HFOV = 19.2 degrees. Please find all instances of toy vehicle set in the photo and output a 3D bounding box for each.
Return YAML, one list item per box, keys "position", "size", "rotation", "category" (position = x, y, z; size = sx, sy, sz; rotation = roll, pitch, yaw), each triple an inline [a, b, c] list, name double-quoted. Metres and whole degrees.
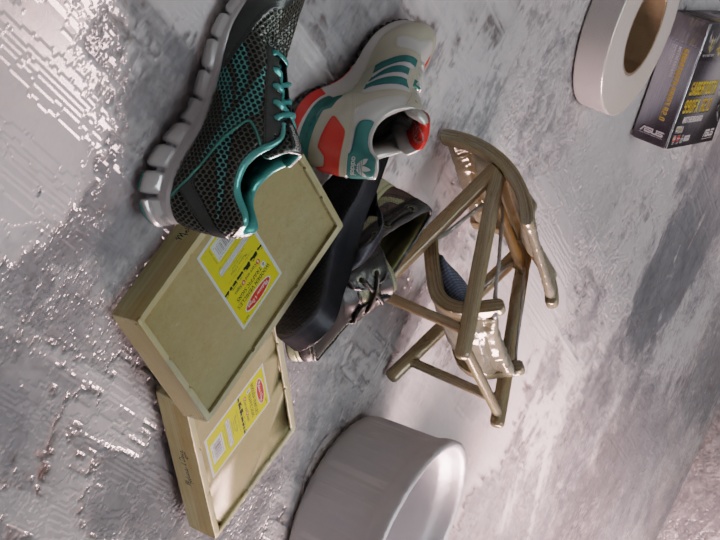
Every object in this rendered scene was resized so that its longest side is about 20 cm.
- position: [-0.095, -0.002, 1.577]
  size: [0.200, 0.026, 0.124]
  rotation: [-56, 139, -26]
  category: "toy vehicle set"
- position: [-0.105, 0.112, 1.702]
  size: [0.124, 0.026, 0.200]
  rotation: [-53, 155, -30]
  category: "toy vehicle set"

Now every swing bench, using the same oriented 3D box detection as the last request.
- position: [0.105, 0.008, 1.979]
  size: [0.200, 0.130, 0.199]
  rotation: [-61, 158, -14]
  category: "swing bench"

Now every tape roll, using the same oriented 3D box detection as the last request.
- position: [0.287, -0.263, 2.259]
  size: [0.203, 0.037, 0.203]
  rotation: [-49, 153, -37]
  category: "tape roll"

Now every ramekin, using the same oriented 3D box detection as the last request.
- position: [0.014, 0.238, 2.045]
  size: [0.201, 0.098, 0.201]
  rotation: [-51, 155, -35]
  category: "ramekin"

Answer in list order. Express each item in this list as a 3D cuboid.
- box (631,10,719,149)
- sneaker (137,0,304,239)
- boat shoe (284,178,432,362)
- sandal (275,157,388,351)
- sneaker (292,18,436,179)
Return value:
- position: [0.401, -0.231, 2.550]
  size: [0.200, 0.048, 0.159]
  rotation: [-13, 125, -65]
  category: "box"
- position: [-0.073, -0.109, 1.476]
  size: [0.200, 0.091, 0.078]
  rotation: [-66, 160, -1]
  category: "sneaker"
- position: [0.000, 0.000, 1.781]
  size: [0.072, 0.066, 0.201]
  rotation: [84, 28, -45]
  category: "boat shoe"
- position: [-0.019, -0.014, 1.689]
  size: [0.043, 0.076, 0.200]
  rotation: [37, 52, -24]
  category: "sandal"
- position: [0.025, -0.129, 1.686]
  size: [0.200, 0.093, 0.070]
  rotation: [-44, 150, -45]
  category: "sneaker"
